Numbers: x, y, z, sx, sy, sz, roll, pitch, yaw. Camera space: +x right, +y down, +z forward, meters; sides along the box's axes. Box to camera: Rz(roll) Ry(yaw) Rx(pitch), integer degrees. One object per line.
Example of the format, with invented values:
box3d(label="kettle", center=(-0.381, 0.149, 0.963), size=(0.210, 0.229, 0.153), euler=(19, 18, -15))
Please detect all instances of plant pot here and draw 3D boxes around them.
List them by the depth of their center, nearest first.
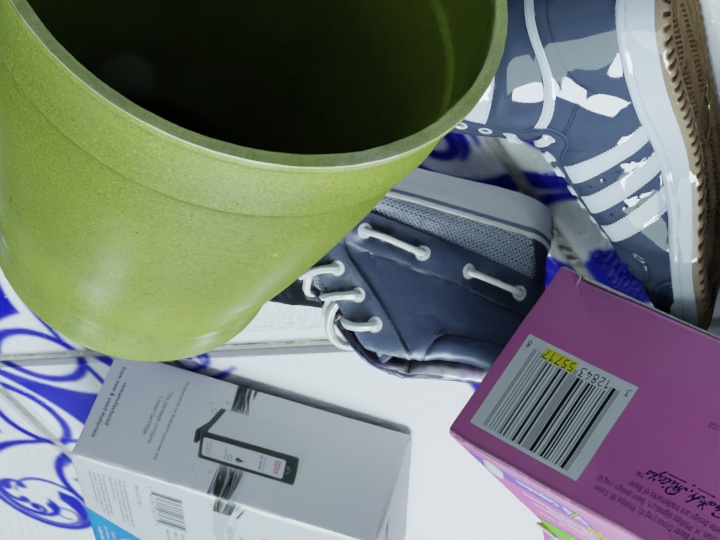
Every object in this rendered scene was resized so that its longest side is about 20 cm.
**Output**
box3d(label="plant pot", center=(-0.068, -0.066, 0.754), size=(0.199, 0.201, 0.193), euler=(25, 140, -4))

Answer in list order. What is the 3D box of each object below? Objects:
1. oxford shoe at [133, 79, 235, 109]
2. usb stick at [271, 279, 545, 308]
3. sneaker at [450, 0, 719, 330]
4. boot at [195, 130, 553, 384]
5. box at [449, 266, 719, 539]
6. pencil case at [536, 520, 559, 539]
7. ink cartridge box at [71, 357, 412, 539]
box3d(label="oxford shoe", center=(-0.140, -0.098, 0.900), size=(0.198, 0.072, 0.071), euler=(16, 152, 7))
box3d(label="usb stick", center=(0.000, 0.000, 0.995), size=(0.198, 0.033, 0.056), euler=(7, 138, 23))
box3d(label="sneaker", center=(0.098, -0.053, 0.817), size=(0.108, 0.070, 0.201), euler=(2, 136, 21))
box3d(label="boot", center=(-0.007, -0.005, 0.893), size=(0.198, 0.091, 0.073), euler=(12, 163, -6))
box3d(label="box", center=(0.168, 0.113, 0.857), size=(0.175, 0.097, 0.200), euler=(27, 167, 45))
box3d(label="pencil case", center=(0.143, 0.161, 1.099), size=(0.088, 0.089, 0.201), euler=(8, 146, 22))
box3d(label="ink cartridge box", center=(-0.071, 0.145, 1.203), size=(0.198, 0.085, 0.146), euler=(16, 148, 9))
